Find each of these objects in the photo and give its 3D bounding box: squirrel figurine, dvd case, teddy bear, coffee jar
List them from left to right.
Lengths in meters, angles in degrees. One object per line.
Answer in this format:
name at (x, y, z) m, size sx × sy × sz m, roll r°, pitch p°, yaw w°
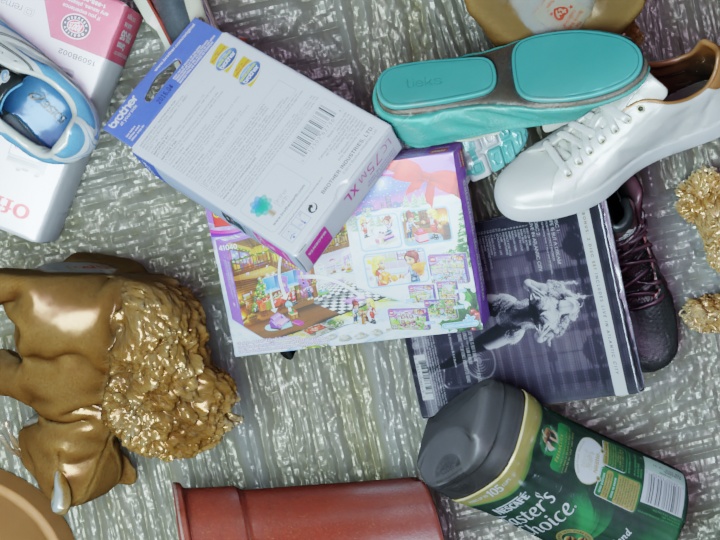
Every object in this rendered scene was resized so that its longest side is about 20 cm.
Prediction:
squirrel figurine at (-0.195, 0.093, 1.234) m, size 0.199 × 0.141 × 0.188 m, roll 7°, pitch 100°, yaw 25°
dvd case at (0.117, 0.033, 1.263) m, size 0.199 × 0.016 × 0.150 m, roll -11°, pitch 93°, yaw 36°
coffee jar at (0.147, 0.160, 1.255) m, size 0.199 × 0.104 × 0.086 m, roll 27°, pitch 57°, yaw -17°
squirrel figurine at (0.149, -0.226, 1.243) m, size 0.141 × 0.187 × 0.201 m, roll -5°, pitch 126°, yaw 8°
teddy bear at (0.326, 0.000, 1.293) m, size 0.144 × 0.067 × 0.201 m, roll -5°, pitch 92°, yaw 2°

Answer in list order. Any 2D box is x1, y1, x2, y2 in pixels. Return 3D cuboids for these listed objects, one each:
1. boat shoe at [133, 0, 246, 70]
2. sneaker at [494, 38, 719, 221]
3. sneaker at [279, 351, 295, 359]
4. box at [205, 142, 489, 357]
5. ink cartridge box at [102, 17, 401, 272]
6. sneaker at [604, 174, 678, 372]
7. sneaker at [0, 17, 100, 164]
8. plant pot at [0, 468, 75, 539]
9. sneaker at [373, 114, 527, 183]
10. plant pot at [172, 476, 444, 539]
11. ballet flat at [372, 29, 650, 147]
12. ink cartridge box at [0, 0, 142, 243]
boat shoe at (-0.121, -0.174, 1.283) m, size 0.062 × 0.071 × 0.201 m, roll -30°, pitch 88°, yaw -2°
sneaker at (0.182, -0.111, 1.190) m, size 0.199 × 0.073 × 0.085 m, roll -28°, pitch 137°, yaw -4°
sneaker at (0.000, 0.000, 1.286) m, size 0.199 × 0.071 × 0.080 m, roll -29°, pitch 101°, yaw 17°
box at (-0.011, -0.014, 1.225) m, size 0.199 × 0.039 × 0.138 m, roll -7°, pitch 104°, yaw 15°
ink cartridge box at (-0.082, -0.097, 1.198) m, size 0.200 × 0.042 × 0.120 m, roll 32°, pitch 79°, yaw 24°
sneaker at (0.201, -0.010, 1.265) m, size 0.075 × 0.116 × 0.201 m, roll -24°, pitch 92°, yaw -2°
sneaker at (-0.278, -0.151, 1.196) m, size 0.200 × 0.072 × 0.072 m, roll 36°, pitch 93°, yaw 0°
plant pot at (-0.325, 0.261, 1.263) m, size 0.199 × 0.140 × 0.201 m, roll 0°, pitch 93°, yaw -1°
sneaker at (0.033, -0.100, 1.264) m, size 0.199 × 0.091 × 0.078 m, roll -9°, pitch 100°, yaw 14°
plant pot at (-0.035, 0.248, 1.248) m, size 0.194 × 0.201 × 0.202 m, roll -8°, pitch 93°, yaw -8°
ballet flat at (0.110, -0.128, 1.171) m, size 0.199 × 0.070 × 0.068 m, roll -7°, pitch 63°, yaw 11°
ink cartridge box at (-0.276, -0.137, 1.274) m, size 0.146 × 0.083 × 0.201 m, roll 21°, pitch 92°, yaw -1°
